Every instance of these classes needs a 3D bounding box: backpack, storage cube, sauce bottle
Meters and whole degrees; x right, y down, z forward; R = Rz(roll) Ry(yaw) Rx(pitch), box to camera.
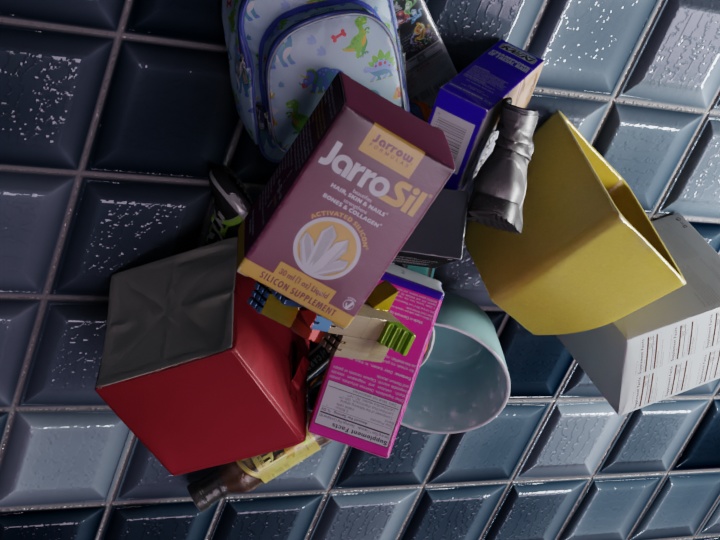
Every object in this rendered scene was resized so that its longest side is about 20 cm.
[{"bbox_3d":[-0.042,-0.224,1.441,0.181,0.147,0.202,-16,115,-11],"label":"backpack"},{"bbox_3d":[-0.172,0.097,1.603,0.198,0.172,0.180,-17,135,17],"label":"storage cube"},{"bbox_3d":[-0.134,0.251,1.876,0.199,0.065,0.065,-33,136,-4],"label":"sauce bottle"}]

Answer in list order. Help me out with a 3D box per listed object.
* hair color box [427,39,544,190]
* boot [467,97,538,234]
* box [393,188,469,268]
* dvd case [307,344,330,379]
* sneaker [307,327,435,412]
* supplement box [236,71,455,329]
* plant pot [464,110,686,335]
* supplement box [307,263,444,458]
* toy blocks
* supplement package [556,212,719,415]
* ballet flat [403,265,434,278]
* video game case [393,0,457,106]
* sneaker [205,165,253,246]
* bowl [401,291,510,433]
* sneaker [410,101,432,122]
[{"bbox_3d":[0.133,-0.174,1.589,0.200,0.064,0.110,-46,160,-56],"label":"hair color box"},{"bbox_3d":[0.162,-0.113,1.546,0.069,0.200,0.133,15,89,0],"label":"boot"},{"bbox_3d":[0.004,-0.056,1.529,0.198,0.141,0.080,8,88,-8],"label":"box"},{"bbox_3d":[-0.031,0.091,1.759,0.200,0.025,0.150,-41,178,11],"label":"dvd case"},{"bbox_3d":[0.005,0.125,1.713,0.200,0.078,0.112,-43,178,39],"label":"sneaker"},{"bbox_3d":[-0.017,-0.067,1.379,0.130,0.103,0.201,28,110,-16],"label":"supplement box"},{"bbox_3d":[0.247,-0.034,1.773,0.199,0.195,0.195,-36,137,16],"label":"plant pot"},{"bbox_3d":[0.017,0.097,1.623,0.103,0.101,0.202,20,97,-1],"label":"supplement box"},{"bbox_3d":[-0.055,0.031,1.515,0.136,0.200,0.101,12,111,-45],"label":"toy blocks"},{"bbox_3d":[0.391,0.057,1.925,0.198,0.192,0.148,-17,133,-15],"label":"supplement package"},{"bbox_3d":[0.070,-0.057,1.742,0.070,0.068,0.201,8,126,-6],"label":"ballet flat"},{"bbox_3d":[0.000,-0.217,1.582,0.199,0.023,0.182,-33,137,0],"label":"video game case"},{"bbox_3d":[-0.146,-0.029,1.623,0.082,0.072,0.201,-26,135,-4],"label":"sneaker"},{"bbox_3d":[0.099,0.105,1.826,0.199,0.105,0.202,8,132,9],"label":"bowl"},{"bbox_3d":[0.011,-0.111,1.625,0.078,0.075,0.201,9,119,-31],"label":"sneaker"}]
